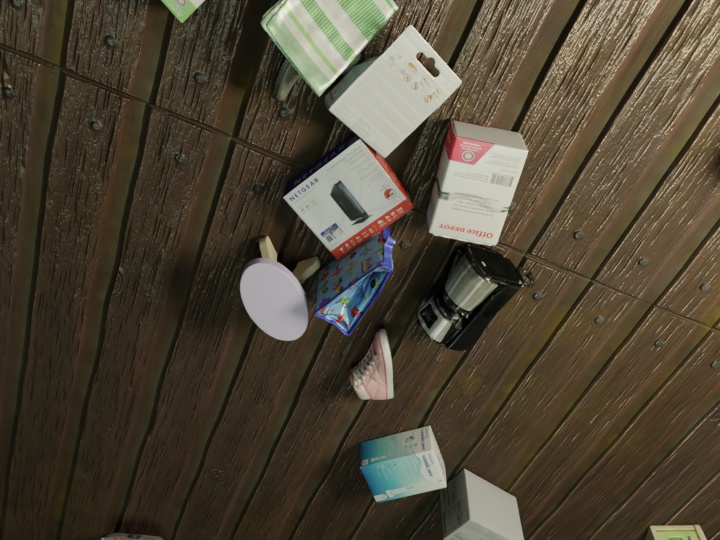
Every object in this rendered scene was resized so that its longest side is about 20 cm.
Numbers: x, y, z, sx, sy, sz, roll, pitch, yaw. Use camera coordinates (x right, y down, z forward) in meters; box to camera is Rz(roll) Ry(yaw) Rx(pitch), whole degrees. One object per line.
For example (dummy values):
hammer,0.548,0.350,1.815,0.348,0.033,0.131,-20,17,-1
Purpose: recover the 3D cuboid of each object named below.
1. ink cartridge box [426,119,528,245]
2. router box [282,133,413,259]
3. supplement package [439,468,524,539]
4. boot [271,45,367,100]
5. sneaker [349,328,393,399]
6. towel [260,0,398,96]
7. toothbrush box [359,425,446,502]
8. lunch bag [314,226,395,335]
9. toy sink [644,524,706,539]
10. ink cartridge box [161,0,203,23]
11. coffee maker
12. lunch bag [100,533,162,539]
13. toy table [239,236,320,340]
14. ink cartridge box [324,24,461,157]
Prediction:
ink cartridge box,0.216,-0.164,1.274,0.140,0.085,0.205,9,123,-5
router box,-0.024,-0.144,1.313,0.197,0.049,0.180,-33,118,21
supplement package,0.322,0.659,1.783,0.197,0.158,0.111,33,121,-20
boot,-0.066,-0.361,1.157,0.128,0.068,0.202,25,117,-17
sneaker,0.023,0.226,1.545,0.101,0.076,0.205,-5,128,-2
towel,-0.048,-0.416,1.092,0.200,0.023,0.153,-46,111,-3
toothbrush box,0.110,0.501,1.723,0.194,0.086,0.149,-16,122,13
lunch bag,0.000,0.000,1.348,0.093,0.152,0.201,31,120,-20
toy sink,0.924,0.806,1.887,0.193,0.132,0.115,0,125,2
ink cartridge box,-0.254,-0.513,1.058,0.198,0.068,0.117,-34,117,23
coffee maker,0.240,0.068,1.401,0.188,0.136,0.202,26,122,-17
lunch bag,-0.659,0.837,1.943,0.164,0.129,0.204,5,134,1
toy table,-0.171,0.033,1.395,0.177,0.119,0.205,-7,125,5
ink cartridge box,0.056,-0.318,1.177,0.199,0.051,0.161,-42,131,20
